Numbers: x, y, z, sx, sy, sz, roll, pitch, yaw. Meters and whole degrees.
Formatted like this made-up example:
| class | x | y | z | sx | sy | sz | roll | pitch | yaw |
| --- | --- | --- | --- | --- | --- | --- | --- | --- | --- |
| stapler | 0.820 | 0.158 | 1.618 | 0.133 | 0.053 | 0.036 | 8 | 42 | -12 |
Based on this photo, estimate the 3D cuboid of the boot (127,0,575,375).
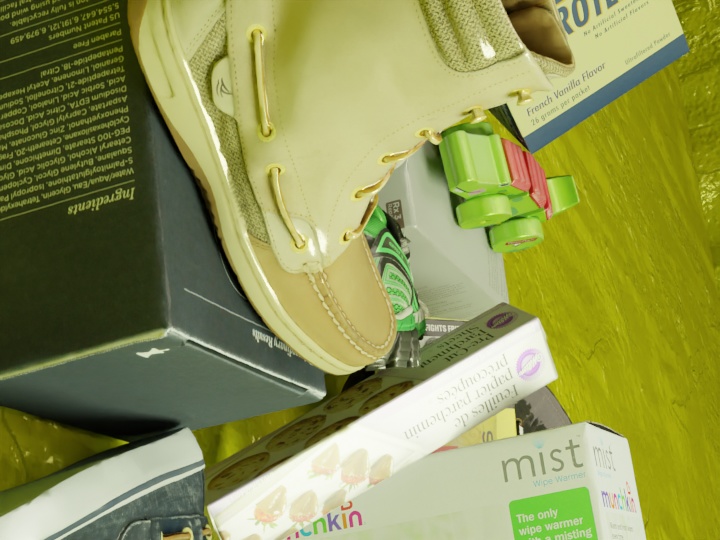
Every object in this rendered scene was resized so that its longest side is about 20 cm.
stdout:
| class | x | y | z | sx | sy | sz | roll | pitch | yaw |
| --- | --- | --- | --- | --- | --- | --- | --- | --- | --- |
| boot | 0.015 | -0.052 | 0.633 | 0.073 | 0.154 | 0.201 | -73 | 144 | -55 |

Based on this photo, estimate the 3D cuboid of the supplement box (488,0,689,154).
| class | x | y | z | sx | sy | sz | roll | pitch | yaw |
| --- | --- | --- | --- | --- | --- | --- | --- | --- | --- |
| supplement box | 0.096 | -0.229 | 1.086 | 0.200 | 0.134 | 0.200 | 58 | -2 | -38 |

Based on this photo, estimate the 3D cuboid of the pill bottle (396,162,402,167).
| class | x | y | z | sx | sy | sz | roll | pitch | yaw |
| --- | --- | --- | --- | --- | --- | --- | --- | --- | --- |
| pill bottle | -0.046 | -0.148 | 0.914 | 0.113 | 0.112 | 0.202 | -2 | 79 | -70 |

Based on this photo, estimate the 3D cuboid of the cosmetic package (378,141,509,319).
| class | x | y | z | sx | sy | sz | roll | pitch | yaw |
| --- | --- | --- | --- | --- | --- | --- | --- | --- | --- |
| cosmetic package | 0.034 | -0.039 | 1.110 | 0.200 | 0.081 | 0.114 | 39 | 41 | -58 |

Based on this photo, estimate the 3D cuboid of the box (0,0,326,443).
| class | x | y | z | sx | sy | sz | roll | pitch | yaw |
| --- | --- | --- | --- | --- | --- | --- | --- | --- | --- |
| box | -0.102 | -0.040 | 0.695 | 0.148 | 0.106 | 0.202 | 34 | 45 | -63 |

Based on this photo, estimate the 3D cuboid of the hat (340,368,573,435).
| class | x | y | z | sx | sy | sz | roll | pitch | yaw |
| --- | --- | --- | --- | --- | --- | --- | --- | --- | --- |
| hat | 0.053 | 0.138 | 1.009 | 0.199 | 0.081 | 0.202 | 6 | 75 | -24 |

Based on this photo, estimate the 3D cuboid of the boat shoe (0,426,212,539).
| class | x | y | z | sx | sy | sz | roll | pitch | yaw |
| --- | --- | --- | --- | --- | --- | --- | --- | --- | --- |
| boat shoe | -0.103 | 0.122 | 0.628 | 0.200 | 0.070 | 0.092 | -11 | 83 | -73 |

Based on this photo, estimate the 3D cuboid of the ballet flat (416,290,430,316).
| class | x | y | z | sx | sy | sz | roll | pitch | yaw |
| --- | --- | --- | --- | --- | --- | --- | --- | --- | --- |
| ballet flat | -0.001 | 0.009 | 0.977 | 0.200 | 0.071 | 0.072 | 38 | 42 | -61 |

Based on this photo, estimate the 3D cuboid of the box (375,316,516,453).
| class | x | y | z | sx | sy | sz | roll | pitch | yaw |
| --- | --- | --- | --- | --- | --- | --- | --- | --- | --- |
| box | 0.053 | 0.131 | 0.935 | 0.075 | 0.050 | 0.202 | 6 | 75 | -29 |

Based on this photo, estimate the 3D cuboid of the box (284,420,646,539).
| class | x | y | z | sx | sy | sz | roll | pitch | yaw |
| --- | --- | --- | --- | --- | --- | --- | --- | --- | --- |
| box | 0.053 | 0.186 | 0.826 | 0.097 | 0.199 | 0.178 | 24 | 55 | -65 |

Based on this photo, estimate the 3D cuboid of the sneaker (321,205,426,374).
| class | x | y | z | sx | sy | sz | roll | pitch | yaw |
| --- | --- | --- | --- | --- | --- | --- | --- | --- | --- |
| sneaker | 0.000 | 0.000 | 0.818 | 0.200 | 0.077 | 0.086 | -141 | -130 | -84 |

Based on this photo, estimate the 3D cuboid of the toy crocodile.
| class | x | y | z | sx | sy | sz | roll | pitch | yaw |
| --- | --- | --- | --- | --- | --- | --- | --- | --- | --- |
| toy crocodile | 0.102 | -0.061 | 1.102 | 0.200 | 0.061 | 0.068 | 26 | 50 | -65 |

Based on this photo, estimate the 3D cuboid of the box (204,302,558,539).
| class | x | y | z | sx | sy | sz | roll | pitch | yaw |
| --- | --- | --- | --- | --- | --- | --- | --- | --- | --- |
| box | 0.007 | 0.081 | 0.803 | 0.041 | 0.199 | 0.039 | 29 | -36 | 63 |
